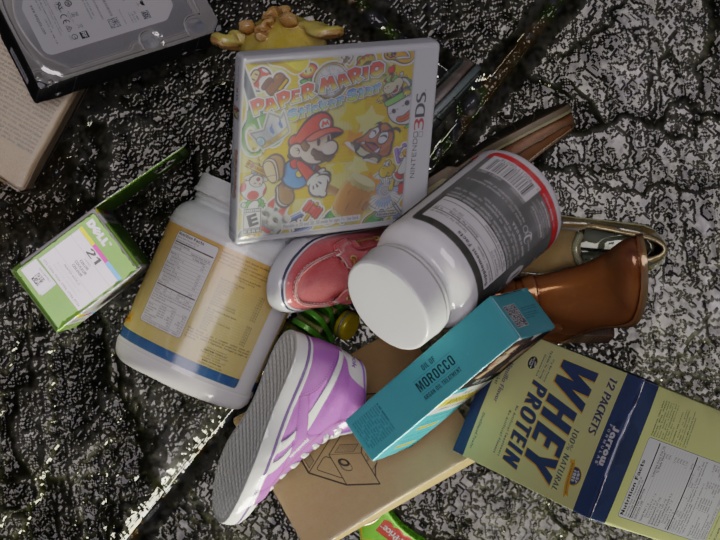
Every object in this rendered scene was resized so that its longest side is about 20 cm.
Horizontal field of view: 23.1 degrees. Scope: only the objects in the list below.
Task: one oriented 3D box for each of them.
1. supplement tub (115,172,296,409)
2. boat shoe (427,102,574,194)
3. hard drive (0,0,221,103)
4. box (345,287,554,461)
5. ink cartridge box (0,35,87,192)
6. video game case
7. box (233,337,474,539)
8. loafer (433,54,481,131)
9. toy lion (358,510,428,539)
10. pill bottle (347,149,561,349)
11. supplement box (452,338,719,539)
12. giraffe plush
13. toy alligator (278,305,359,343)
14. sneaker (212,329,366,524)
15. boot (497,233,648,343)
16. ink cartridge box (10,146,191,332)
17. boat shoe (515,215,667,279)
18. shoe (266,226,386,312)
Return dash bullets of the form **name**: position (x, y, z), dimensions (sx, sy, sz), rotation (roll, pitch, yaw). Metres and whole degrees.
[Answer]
- **supplement tub**: position (-0.138, 0.019, 1.718), dimensions (0.145, 0.145, 0.200), rotation (24, 89, -2)
- **boat shoe**: position (0.135, -0.096, 1.768), dimensions (0.200, 0.072, 0.068), rotation (-30, 96, 8)
- **hard drive**: position (-0.252, -0.255, 1.709), dimensions (0.200, 0.038, 0.140), rotation (-21, 74, -27)
- **box**: position (0.083, 0.097, 1.645), dimensions (0.200, 0.082, 0.049), rotation (-42, 75, 26)
- **ink cartridge box**: position (-0.377, -0.196, 1.741), dimensions (0.200, 0.075, 0.165), rotation (30, 91, -4)
- **video game case**: position (-0.024, -0.121, 1.634), dimensions (0.200, 0.023, 0.182), rotation (-8, 117, -24)
- **box**: position (-0.002, 0.166, 1.739), dimensions (0.200, 0.021, 0.164), rotation (-29, 62, -8)
- **loafer**: position (0.036, -0.146, 1.761), dimensions (0.063, 0.072, 0.200), rotation (42, 91, 4)
- **toy lion**: position (0.016, 0.328, 1.774), dimensions (0.200, 0.069, 0.192), rotation (39, 97, -2)
- **pill bottle**: position (0.087, -0.018, 1.642), dimensions (0.200, 0.114, 0.114), rotation (-39, 92, -34)
- **supplement box**: position (0.239, 0.163, 1.668), dimensions (0.200, 0.200, 0.134), rotation (22, 89, -39)
- **giraffe plush**: position (-0.052, -0.184, 1.683), dimensions (0.172, 0.162, 0.200), rotation (-31, 70, 10)
- **toy alligator**: position (-0.063, 0.077, 1.745), dimensions (0.059, 0.054, 0.200), rotation (29, 73, 28)
- **sneaker**: position (-0.059, 0.166, 1.694), dimensions (0.114, 0.073, 0.201), rotation (23, 99, -31)
- **boot**: position (0.188, 0.022, 1.705), dimensions (0.154, 0.200, 0.074), rotation (5, 61, -9)
- **ink cartridge box**: position (-0.229, -0.031, 1.711), dimensions (0.200, 0.148, 0.076), rotation (-37, 92, -1)
- **boat shoe**: position (0.208, -0.024, 1.763), dimensions (0.200, 0.076, 0.072), rotation (-5, 91, -2)
- **shoe**: position (0.000, 0.000, 1.691), dimensions (0.091, 0.200, 0.072), rotation (12, 109, 31)
